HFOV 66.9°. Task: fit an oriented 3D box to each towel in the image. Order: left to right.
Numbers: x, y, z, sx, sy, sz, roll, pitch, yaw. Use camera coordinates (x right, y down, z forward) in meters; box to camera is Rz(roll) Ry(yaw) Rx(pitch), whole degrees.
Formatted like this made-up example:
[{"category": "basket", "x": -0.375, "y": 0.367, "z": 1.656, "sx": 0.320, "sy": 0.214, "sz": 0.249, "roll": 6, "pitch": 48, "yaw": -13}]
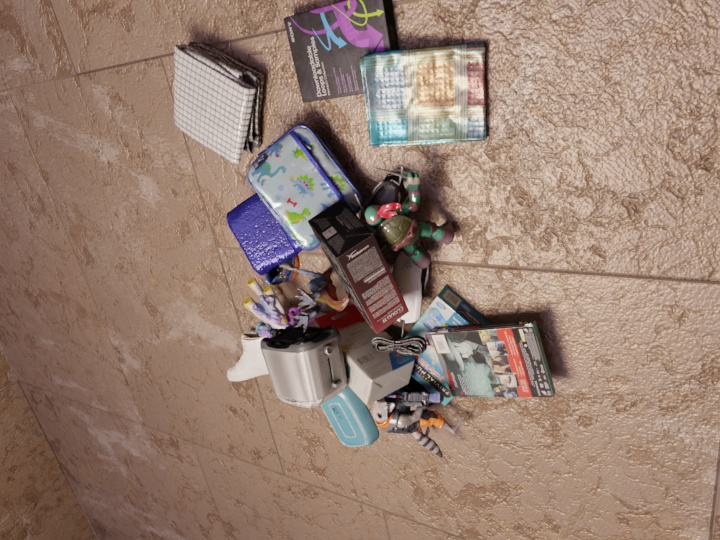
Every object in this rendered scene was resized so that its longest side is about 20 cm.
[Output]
[{"category": "towel", "x": -0.275, "y": -0.332, "z": 1.069, "sx": 0.198, "sy": 0.085, "sz": 0.168, "roll": 31, "pitch": 127, "yaw": 18}, {"category": "towel", "x": -0.156, "y": -0.099, "z": 1.091, "sx": 0.198, "sy": 0.050, "sz": 0.150, "roll": -29, "pitch": 94, "yaw": 12}, {"category": "towel", "x": 0.098, "y": -0.271, "z": 0.857, "sx": 0.196, "sy": 0.022, "sz": 0.149, "roll": 2, "pitch": 118, "yaw": 19}]

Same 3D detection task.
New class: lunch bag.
[{"category": "lunch bag", "x": -0.099, "y": -0.154, "z": 1.008, "sx": 0.160, "sy": 0.082, "sz": 0.201, "roll": -37, "pitch": 95, "yaw": 2}]

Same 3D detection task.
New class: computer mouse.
[{"category": "computer mouse", "x": 0.079, "y": 0.058, "z": 1.018, "sx": 0.108, "sy": 0.044, "sz": 0.205, "roll": 8, "pitch": 94, "yaw": 28}]

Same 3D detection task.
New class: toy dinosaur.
[{"category": "toy dinosaur", "x": -0.073, "y": 0.049, "z": 1.083, "sx": 0.196, "sy": 0.181, "sz": 0.107, "roll": 6, "pitch": 114, "yaw": 23}]

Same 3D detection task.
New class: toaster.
[{"category": "toaster", "x": -0.113, "y": 0.182, "z": 1.056, "sx": 0.198, "sy": 0.113, "sz": 0.132, "roll": -4, "pitch": 103, "yaw": 46}]

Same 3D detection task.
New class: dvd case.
[{"category": "dvd case", "x": 0.233, "y": 0.162, "z": 0.977, "sx": 0.197, "sy": 0.022, "sz": 0.148, "roll": -10, "pitch": 111, "yaw": 35}]

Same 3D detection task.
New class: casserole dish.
[{"category": "casserole dish", "x": -0.035, "y": 0.352, "z": 1.317, "sx": 0.120, "sy": 0.039, "sz": 0.203, "roll": -18, "pitch": 103, "yaw": 39}]

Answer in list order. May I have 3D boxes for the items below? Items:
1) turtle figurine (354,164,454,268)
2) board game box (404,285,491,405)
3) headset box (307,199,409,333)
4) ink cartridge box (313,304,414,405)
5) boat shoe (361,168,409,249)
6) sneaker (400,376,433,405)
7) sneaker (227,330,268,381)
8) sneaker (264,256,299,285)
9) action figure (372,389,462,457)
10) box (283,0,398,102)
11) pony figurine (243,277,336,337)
[{"category": "turtle figurine", "x": 0.062, "y": -0.079, "z": 0.913, "sx": 0.198, "sy": 0.102, "sz": 0.149, "roll": 29, "pitch": 135, "yaw": -35}, {"category": "board game box", "x": 0.165, "y": 0.151, "z": 1.060, "sx": 0.150, "sy": 0.047, "sz": 0.201, "roll": 40, "pitch": 131, "yaw": 9}, {"category": "headset box", "x": 0.000, "y": 0.000, "z": 0.955, "sx": 0.202, "sy": 0.076, "sz": 0.149, "roll": 62, "pitch": 173, "yaw": -36}, {"category": "ink cartridge box", "x": 0.000, "y": 0.162, "z": 1.095, "sx": 0.200, "sy": 0.115, "sz": 0.068, "roll": 41, "pitch": 134, "yaw": 38}, {"category": "boat shoe", "x": 0.032, "y": -0.094, "z": 1.004, "sx": 0.074, "sy": 0.060, "sz": 0.201, "roll": 40, "pitch": 131, "yaw": 8}, {"category": "sneaker", "x": 0.067, "y": 0.216, "z": 1.158, "sx": 0.201, "sy": 0.060, "sz": 0.104, "roll": 50, "pitch": 134, "yaw": -7}, {"category": "sneaker", "x": -0.281, "y": 0.210, "z": 1.390, "sx": 0.197, "sy": 0.074, "sz": 0.117, "roll": -19, "pitch": 102, "yaw": 30}, {"category": "sneaker", "x": -0.175, "y": -0.055, "z": 1.157, "sx": 0.074, "sy": 0.078, "sz": 0.204, "roll": 12, "pitch": 122, "yaw": 27}, {"category": "action figure", "x": 0.109, "y": 0.296, "z": 1.079, "sx": 0.191, "sy": 0.107, "sz": 0.199, "roll": 24, "pitch": 157, "yaw": -24}, {"category": "box", "x": -0.030, "y": -0.367, "z": 0.910, "sx": 0.197, "sy": 0.036, "sz": 0.146, "roll": 3, "pitch": 117, "yaw": 34}, {"category": "pony figurine", "x": -0.168, "y": 0.118, "z": 1.208, "sx": 0.201, "sy": 0.167, "sz": 0.192, "roll": 52, "pitch": 161, "yaw": -28}]
